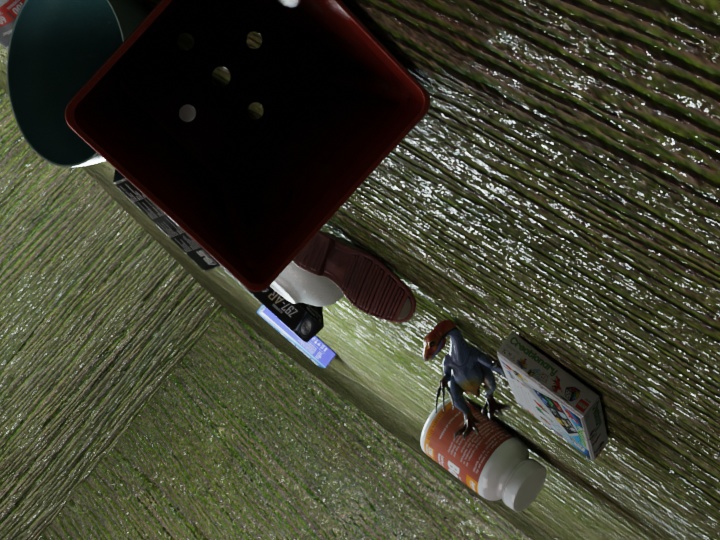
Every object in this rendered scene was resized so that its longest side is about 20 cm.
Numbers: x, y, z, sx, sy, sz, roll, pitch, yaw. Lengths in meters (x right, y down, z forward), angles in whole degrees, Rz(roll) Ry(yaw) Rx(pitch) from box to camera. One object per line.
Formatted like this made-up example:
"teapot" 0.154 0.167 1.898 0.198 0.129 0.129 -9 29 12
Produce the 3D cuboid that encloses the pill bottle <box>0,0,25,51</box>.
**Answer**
"pill bottle" -0.381 -0.299 1.618 0.115 0.116 0.200 30 167 47

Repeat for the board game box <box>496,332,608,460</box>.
"board game box" 0.229 0.152 1.550 0.126 0.035 0.200 37 171 23

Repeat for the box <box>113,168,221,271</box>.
"box" -0.226 -0.132 1.640 0.047 0.196 0.200 -15 142 23

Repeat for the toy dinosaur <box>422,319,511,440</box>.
"toy dinosaur" 0.126 0.133 1.749 0.183 0.104 0.200 66 174 -22

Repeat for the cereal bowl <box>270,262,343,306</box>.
"cereal bowl" -0.110 -0.012 2.005 0.199 0.084 0.200 39 171 8

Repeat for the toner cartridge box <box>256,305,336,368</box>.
"toner cartridge box" -0.151 0.147 3.070 0.200 0.043 0.095 42 170 -8

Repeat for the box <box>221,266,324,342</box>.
"box" -0.143 0.006 2.151 0.200 0.043 0.161 43 -163 -22

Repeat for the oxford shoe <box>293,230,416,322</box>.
"oxford shoe" 0.000 0.000 1.729 0.199 0.071 0.075 35 -163 20

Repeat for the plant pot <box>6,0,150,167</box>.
"plant pot" -0.275 -0.217 1.445 0.199 0.202 0.134 34 -156 30

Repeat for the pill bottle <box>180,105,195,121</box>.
"pill bottle" -0.168 -0.130 1.565 0.114 0.115 0.200 31 168 43

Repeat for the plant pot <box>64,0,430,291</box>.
"plant pot" -0.098 -0.139 1.027 0.200 0.200 0.176 43 -179 -21

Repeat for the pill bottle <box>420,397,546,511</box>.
"pill bottle" 0.202 0.302 2.144 0.199 0.113 0.112 34 170 34
